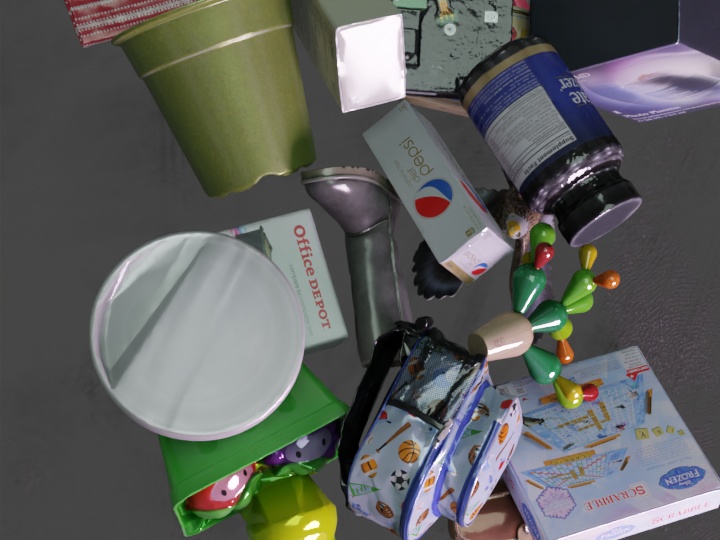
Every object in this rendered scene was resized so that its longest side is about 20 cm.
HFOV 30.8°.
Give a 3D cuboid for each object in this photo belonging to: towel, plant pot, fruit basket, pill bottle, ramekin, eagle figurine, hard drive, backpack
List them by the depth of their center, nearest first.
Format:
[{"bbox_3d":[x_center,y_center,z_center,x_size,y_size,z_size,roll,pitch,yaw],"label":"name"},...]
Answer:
[{"bbox_3d":[-0.155,0.070,1.252,0.202,0.094,0.203,2,72,-6],"label":"ramekin"},{"bbox_3d":[0.068,0.174,1.293,0.154,0.200,0.191,31,77,24],"label":"backpack"},{"bbox_3d":[-0.088,0.219,1.320,0.215,0.156,0.216,1,65,-1],"label":"fruit basket"},{"bbox_3d":[0.194,-0.128,1.322,0.112,0.112,0.200,-27,74,-13],"label":"pill bottle"},{"bbox_3d":[-0.133,-0.181,1.364,0.200,0.200,0.190,-21,98,-13],"label":"plant pot"},{"bbox_3d":[0.095,-0.287,1.418,0.139,0.038,0.200,3,87,-7],"label":"hard drive"},{"bbox_3d":[0.163,-0.036,1.426,0.152,0.151,0.200,40,110,38],"label":"eagle figurine"},{"bbox_3d":[-0.271,-0.353,1.436,0.144,0.022,0.200,-19,86,-15],"label":"towel"}]

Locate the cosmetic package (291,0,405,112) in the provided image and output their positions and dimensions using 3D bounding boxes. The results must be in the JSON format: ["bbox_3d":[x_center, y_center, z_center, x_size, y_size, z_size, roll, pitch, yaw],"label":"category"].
[{"bbox_3d":[-0.020,-0.266,1.373,0.073,0.104,0.200,-15,44,-12],"label":"cosmetic package"}]

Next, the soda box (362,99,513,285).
[{"bbox_3d":[0.079,-0.083,1.376,0.064,0.068,0.200,-39,54,13],"label":"soda box"}]

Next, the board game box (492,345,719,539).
[{"bbox_3d":[0.244,0.188,1.378,0.200,0.041,0.200,-14,49,-12],"label":"board game box"}]

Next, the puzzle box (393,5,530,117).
[{"bbox_3d":[0.125,-0.238,1.453,0.200,0.025,0.133,12,80,-6],"label":"puzzle box"}]

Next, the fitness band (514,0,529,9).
[{"bbox_3d":[0.122,-0.279,1.490,0.143,0.037,0.200,-15,83,-10],"label":"fitness band"}]

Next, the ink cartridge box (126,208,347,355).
[{"bbox_3d":[-0.129,0.032,1.366,0.200,0.083,0.146,-16,83,-12],"label":"ink cartridge box"}]

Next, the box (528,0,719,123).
[{"bbox_3d":[0.316,-0.248,1.398,0.198,0.200,0.124,12,77,-39],"label":"box"}]

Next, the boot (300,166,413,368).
[{"bbox_3d":[0.001,0.000,1.368,0.072,0.182,0.200,-4,80,35],"label":"boot"}]

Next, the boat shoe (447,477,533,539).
[{"bbox_3d":[0.191,0.251,1.393,0.200,0.072,0.076,-12,83,-12],"label":"boat shoe"}]

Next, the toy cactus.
[{"bbox_3d":[0.186,0.059,1.332,0.165,0.102,0.200,-19,114,-34],"label":"toy cactus"}]
